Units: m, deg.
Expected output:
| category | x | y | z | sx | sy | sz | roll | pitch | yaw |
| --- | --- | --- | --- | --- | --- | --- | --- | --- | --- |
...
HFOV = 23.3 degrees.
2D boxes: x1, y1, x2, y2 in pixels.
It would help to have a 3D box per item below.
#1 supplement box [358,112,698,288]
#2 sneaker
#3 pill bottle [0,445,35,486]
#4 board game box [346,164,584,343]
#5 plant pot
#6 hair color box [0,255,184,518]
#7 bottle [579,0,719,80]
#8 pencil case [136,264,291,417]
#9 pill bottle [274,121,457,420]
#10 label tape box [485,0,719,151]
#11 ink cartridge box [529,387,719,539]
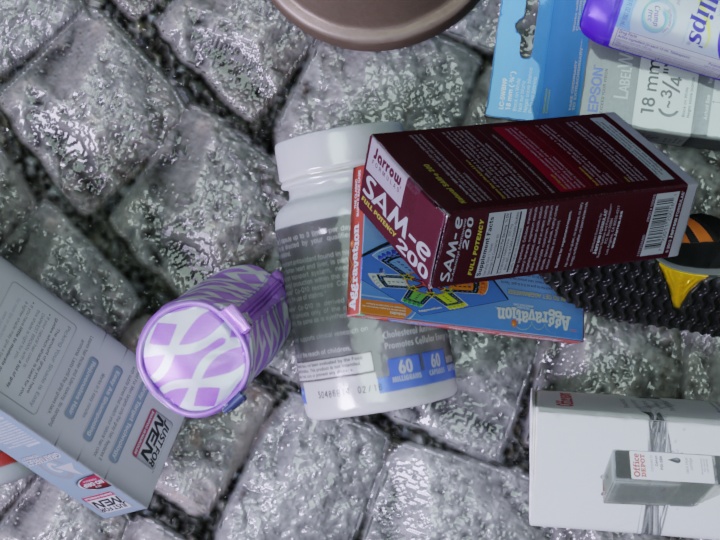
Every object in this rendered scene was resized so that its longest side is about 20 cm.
| category | x | y | z | sx | sy | sz | roll | pitch | yaw |
| --- | --- | --- | --- | --- | --- | --- | --- | --- | --- |
| supplement box | 0.111 | -0.050 | 1.164 | 0.199 | 0.109 | 0.061 | -6 | 125 | -27 |
| sneaker | 0.217 | -0.010 | 1.259 | 0.199 | 0.090 | 0.070 | 15 | 125 | 2 |
| pill bottle | -0.312 | 0.068 | 1.285 | 0.115 | 0.116 | 0.201 | -18 | 88 | 5 |
| board game box | 0.079 | -0.009 | 1.233 | 0.199 | 0.019 | 0.104 | 8 | 79 | -33 |
| plant pot | 0.004 | -0.265 | 1.231 | 0.199 | 0.175 | 0.202 | 0 | 89 | 6 |
| hair color box | -0.223 | 0.082 | 1.240 | 0.200 | 0.060 | 0.099 | 39 | 54 | -26 |
| bottle | 0.254 | -0.172 | 1.198 | 0.199 | 0.065 | 0.084 | 18 | 88 | 5 |
| pencil case | -0.098 | 0.043 | 1.227 | 0.084 | 0.200 | 0.086 | 41 | 99 | -2 |
| pill bottle | 0.000 | 0.000 | 1.259 | 0.113 | 0.114 | 0.201 | -10 | 89 | 5 |
| label tape box | 0.198 | -0.171 | 1.268 | 0.199 | 0.063 | 0.145 | 8 | 90 | 5 |
| ink cartridge box | 0.216 | 0.135 | 1.222 | 0.199 | 0.147 | 0.084 | 4 | 92 | 6 |
